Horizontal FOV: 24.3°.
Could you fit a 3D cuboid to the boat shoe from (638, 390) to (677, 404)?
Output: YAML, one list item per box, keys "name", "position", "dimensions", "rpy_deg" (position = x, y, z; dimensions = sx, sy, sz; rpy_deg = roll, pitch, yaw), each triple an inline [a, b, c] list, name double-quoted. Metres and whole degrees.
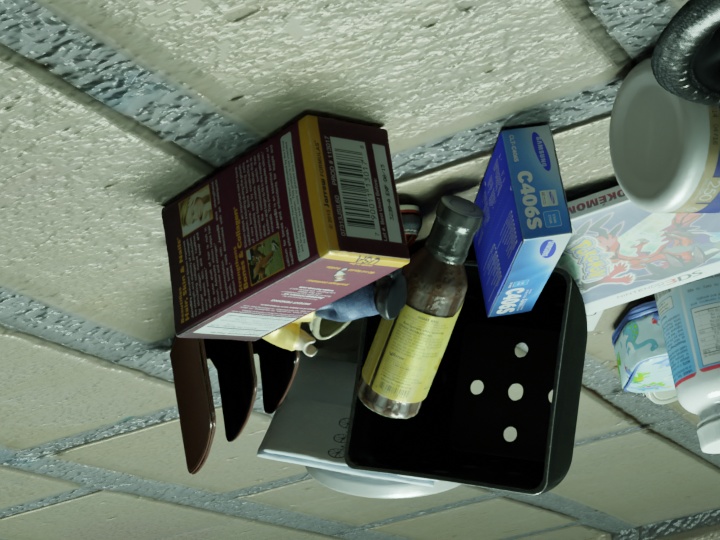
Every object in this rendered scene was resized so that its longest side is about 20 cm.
- name: "boat shoe"
  position: [0.412, 0.107, 2.024]
  dimensions: [0.198, 0.075, 0.060]
  rpy_deg: [-20, -152, -22]

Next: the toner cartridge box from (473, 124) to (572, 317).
- name: "toner cartridge box"
  position: [0.131, -0.037, 1.398]
  dimensions: [0.043, 0.096, 0.200]
  rpy_deg: [-8, 162, -7]

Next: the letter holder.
- name: "letter holder"
  position: [-0.121, 0.113, 1.639]
  dimensions: [0.099, 0.144, 0.200]
  rpy_deg: [-5, 161, -14]

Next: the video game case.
- name: "video game case"
  position: [0.260, -0.027, 1.544]
  dimensions: [0.180, 0.023, 0.200]
  rpy_deg: [-19, 150, 14]

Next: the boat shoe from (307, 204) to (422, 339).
- name: "boat shoe"
  position: [0.000, 0.000, 1.494]
  dimensions: [0.070, 0.063, 0.200]
  rpy_deg: [3, 156, -28]

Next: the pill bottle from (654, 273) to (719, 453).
- name: "pill bottle"
  position: [0.363, 0.076, 1.682]
  dimensions: [0.107, 0.202, 0.109]
  rpy_deg: [-8, 162, -3]

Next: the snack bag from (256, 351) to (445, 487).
- name: "snack bag"
  position: [0.005, 0.148, 1.731]
  dimensions: [0.186, 0.201, 0.022]
  rpy_deg: [8, 120, 8]

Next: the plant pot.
- name: "plant pot"
  position: [0.120, 0.107, 1.579]
  dimensions: [0.197, 0.203, 0.177]
  rpy_deg: [5, 171, 26]

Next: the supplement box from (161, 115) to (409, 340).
- name: "supplement box"
  position: [-0.063, -0.028, 1.302]
  dimensions: [0.085, 0.112, 0.199]
  rpy_deg: [6, 156, -41]

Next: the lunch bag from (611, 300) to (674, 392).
- name: "lunch bag"
  position: [0.391, 0.075, 1.884]
  dimensions: [0.197, 0.083, 0.161]
  rpy_deg: [-9, 163, -2]

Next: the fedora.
- name: "fedora"
  position: [0.262, -0.181, 1.038]
  dimensions: [0.198, 0.093, 0.201]
  rpy_deg: [-9, 162, -3]

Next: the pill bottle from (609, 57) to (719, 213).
- name: "pill bottle"
  position: [0.298, -0.101, 1.259]
  dimensions: [0.198, 0.117, 0.116]
  rpy_deg: [-1, 160, -25]

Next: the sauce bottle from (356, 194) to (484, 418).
- name: "sauce bottle"
  position: [0.056, 0.032, 1.456]
  dimensions: [0.064, 0.065, 0.202]
  rpy_deg: [4, 120, -35]

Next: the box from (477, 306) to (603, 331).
- name: "box"
  position: [0.183, 0.027, 1.708]
  dimensions: [0.142, 0.037, 0.200]
  rpy_deg: [-8, 160, -4]

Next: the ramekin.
- name: "ramekin"
  position: [0.035, 0.169, 1.849]
  dimensions: [0.200, 0.095, 0.203]
  rpy_deg: [0, -163, 0]

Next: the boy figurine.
- name: "boy figurine"
  position: [-0.061, 0.012, 1.426]
  dimensions: [0.198, 0.126, 0.064]
  rpy_deg: [-3, -168, 21]
